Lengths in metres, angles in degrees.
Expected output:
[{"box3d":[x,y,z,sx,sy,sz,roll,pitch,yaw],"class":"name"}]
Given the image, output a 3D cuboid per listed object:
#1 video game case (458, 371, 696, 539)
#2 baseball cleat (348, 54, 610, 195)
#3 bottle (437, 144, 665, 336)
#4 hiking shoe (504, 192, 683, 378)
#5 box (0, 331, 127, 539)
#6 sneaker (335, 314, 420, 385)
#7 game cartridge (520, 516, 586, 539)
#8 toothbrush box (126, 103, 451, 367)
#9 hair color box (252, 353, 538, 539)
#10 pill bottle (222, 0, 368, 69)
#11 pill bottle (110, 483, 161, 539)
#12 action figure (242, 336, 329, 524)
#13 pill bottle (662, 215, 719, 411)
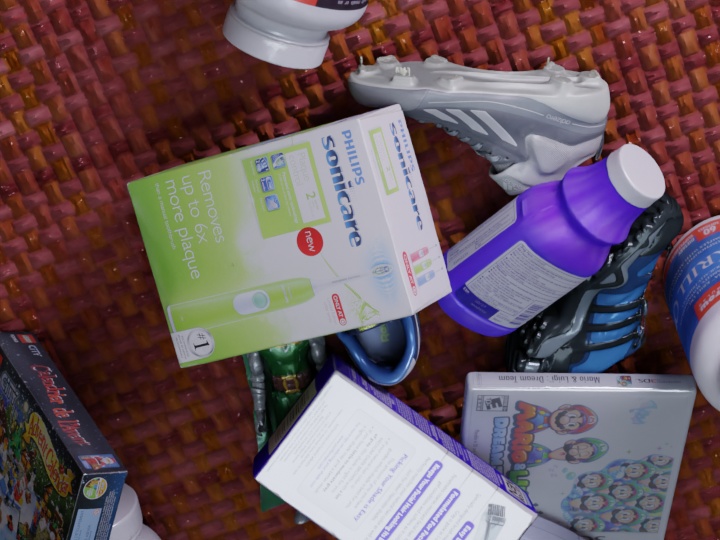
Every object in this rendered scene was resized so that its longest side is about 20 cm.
[{"box3d":[0.169,0.159,1.624,0.181,0.024,0.201,1,133,-2],"class":"video game case"},{"box3d":[0.088,-0.107,1.499,0.199,0.070,0.107,3,115,-3],"class":"baseball cleat"},{"box3d":[0.144,-0.024,1.507,0.083,0.066,0.200,25,135,-28],"class":"bottle"},{"box3d":[0.197,0.020,1.571,0.086,0.075,0.200,26,122,-22],"class":"hiking shoe"},{"box3d":[-0.249,0.156,1.541,0.038,0.200,0.137,0,119,-33],"class":"box"},{"box3d":[0.000,0.000,1.539,0.074,0.082,0.201,-20,114,9],"class":"sneaker"},{"box3d":[0.104,0.249,1.666,0.199,0.041,0.133,19,127,-13],"class":"game cartridge"},{"box3d":[-0.052,-0.024,1.469,0.199,0.086,0.147,-13,96,24],"class":"toothbrush box"},{"box3d":[0.027,0.169,1.563,0.200,0.065,0.110,37,97,-8],"class":"hair color box"},{"box3d":[-0.032,-0.248,1.402,0.112,0.113,0.201,16,114,-10],"class":"pill bottle"},{"box3d":[-0.206,0.279,1.646,0.111,0.112,0.201,-8,116,1],"class":"pill bottle"},{"box3d":[-0.050,0.106,1.607,0.117,0.055,0.201,-12,111,7],"class":"action figure"},{"box3d":[0.298,0.045,1.508,0.111,0.200,0.113,-1,115,-2],"class":"pill bottle"}]
